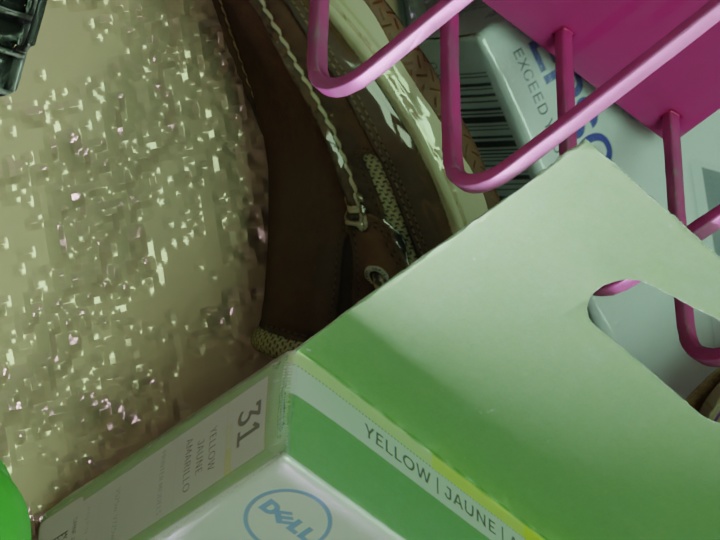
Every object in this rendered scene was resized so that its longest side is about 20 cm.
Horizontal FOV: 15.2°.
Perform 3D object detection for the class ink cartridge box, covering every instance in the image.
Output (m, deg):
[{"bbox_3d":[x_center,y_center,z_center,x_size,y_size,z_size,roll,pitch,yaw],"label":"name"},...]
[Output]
[{"bbox_3d":[0.134,-0.030,0.867,0.200,0.041,0.200,-34,109,-29],"label":"ink cartridge box"},{"bbox_3d":[0.030,0.071,0.715,0.145,0.200,0.048,38,35,-28],"label":"ink cartridge box"}]

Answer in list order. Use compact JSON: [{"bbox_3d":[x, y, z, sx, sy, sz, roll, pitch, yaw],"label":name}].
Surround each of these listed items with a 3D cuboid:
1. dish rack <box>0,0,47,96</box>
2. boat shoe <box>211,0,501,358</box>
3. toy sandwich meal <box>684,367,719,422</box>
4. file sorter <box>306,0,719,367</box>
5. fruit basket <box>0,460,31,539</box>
[{"bbox_3d":[-0.131,-0.143,0.678,0.153,0.054,0.201,15,84,-32],"label":"dish rack"},{"bbox_3d":[0.002,0.001,0.761,0.075,0.075,0.203,-33,104,-13],"label":"boat shoe"},{"bbox_3d":[0.167,0.105,0.812,0.204,0.070,0.206,-5,110,-13],"label":"toy sandwich meal"},{"bbox_3d":[0.065,-0.087,0.687,0.200,0.139,0.126,34,37,-28],"label":"file sorter"},{"bbox_3d":[-0.164,0.099,0.602,0.214,0.156,0.217,-3,103,-12],"label":"fruit basket"}]
